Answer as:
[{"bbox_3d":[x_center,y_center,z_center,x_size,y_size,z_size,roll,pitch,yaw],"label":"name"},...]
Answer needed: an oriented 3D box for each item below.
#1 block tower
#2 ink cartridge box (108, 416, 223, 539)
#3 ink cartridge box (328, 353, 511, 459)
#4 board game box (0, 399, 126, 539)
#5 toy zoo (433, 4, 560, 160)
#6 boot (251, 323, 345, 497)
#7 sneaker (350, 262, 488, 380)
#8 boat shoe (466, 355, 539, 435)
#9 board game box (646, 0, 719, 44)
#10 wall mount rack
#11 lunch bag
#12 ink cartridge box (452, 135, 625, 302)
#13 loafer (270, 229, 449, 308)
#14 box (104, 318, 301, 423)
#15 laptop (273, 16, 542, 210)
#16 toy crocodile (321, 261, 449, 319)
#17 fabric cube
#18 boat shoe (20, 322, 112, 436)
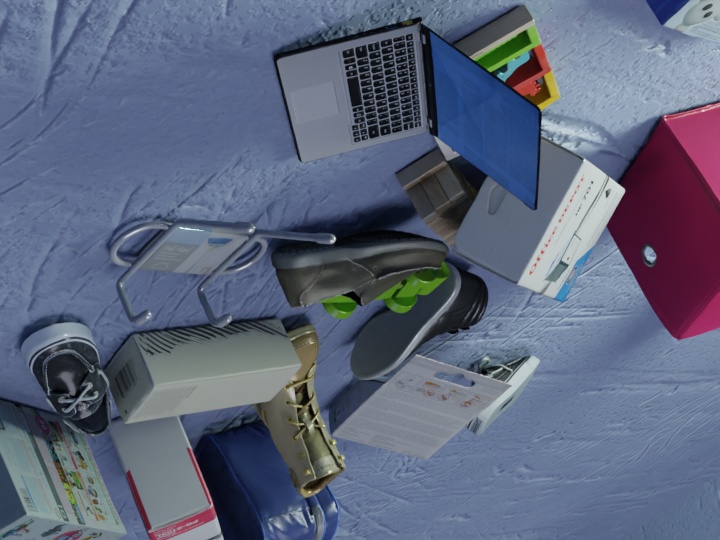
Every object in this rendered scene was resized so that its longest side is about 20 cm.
[{"bbox_3d":[0.102,-0.063,1.630,0.054,0.058,0.200,-32,155,10],"label":"block tower"},{"bbox_3d":[-0.229,0.263,1.838,0.084,0.145,0.200,-21,156,-10],"label":"ink cartridge box"},{"bbox_3d":[0.076,0.168,2.028,0.161,0.050,0.200,18,133,-29],"label":"ink cartridge box"},{"bbox_3d":[-0.344,0.219,1.621,0.064,0.148,0.200,-33,156,12],"label":"board game box"},{"bbox_3d":[0.121,-0.169,1.473,0.131,0.020,0.200,-30,157,5],"label":"toy zoo"},{"bbox_3d":[-0.066,0.166,1.797,0.073,0.156,0.200,-15,154,-26],"label":"boot"},{"bbox_3d":[0.077,0.069,1.856,0.099,0.071,0.200,10,133,-47],"label":"sneaker"},{"bbox_3d":[0.186,0.162,2.170,0.199,0.068,0.074,-38,160,-47],"label":"boat shoe"},{"bbox_3d":[0.401,-0.298,1.478,0.199,0.043,0.200,-41,153,31],"label":"board game box"},{"bbox_3d":[-0.131,-0.012,1.460,0.174,0.075,0.200,-41,154,28],"label":"wall mount rack"},{"bbox_3d":[-0.110,0.290,1.954,0.132,0.200,0.136,-16,149,-31],"label":"lunch bag"},{"bbox_3d":[0.189,-0.055,1.609,0.147,0.086,0.200,-62,160,5],"label":"ink cartridge box"},{"bbox_3d":[0.000,0.000,1.607,0.200,0.070,0.075,-7,-169,-24],"label":"loafer"},{"bbox_3d":[-0.170,0.107,1.676,0.200,0.068,0.082,-5,149,-42],"label":"box"},{"bbox_3d":[0.044,-0.117,1.335,0.199,0.116,0.187,-14,155,-1],"label":"laptop"},{"bbox_3d":[0.016,0.008,1.693,0.200,0.062,0.068,-4,149,-33],"label":"toy crocodile"},{"bbox_3d":[0.435,-0.068,1.798,0.200,0.197,0.199,-16,155,-24],"label":"fabric cube"},{"bbox_3d":[-0.291,0.117,1.565,0.072,0.068,0.200,-23,156,-11],"label":"boat shoe"}]
